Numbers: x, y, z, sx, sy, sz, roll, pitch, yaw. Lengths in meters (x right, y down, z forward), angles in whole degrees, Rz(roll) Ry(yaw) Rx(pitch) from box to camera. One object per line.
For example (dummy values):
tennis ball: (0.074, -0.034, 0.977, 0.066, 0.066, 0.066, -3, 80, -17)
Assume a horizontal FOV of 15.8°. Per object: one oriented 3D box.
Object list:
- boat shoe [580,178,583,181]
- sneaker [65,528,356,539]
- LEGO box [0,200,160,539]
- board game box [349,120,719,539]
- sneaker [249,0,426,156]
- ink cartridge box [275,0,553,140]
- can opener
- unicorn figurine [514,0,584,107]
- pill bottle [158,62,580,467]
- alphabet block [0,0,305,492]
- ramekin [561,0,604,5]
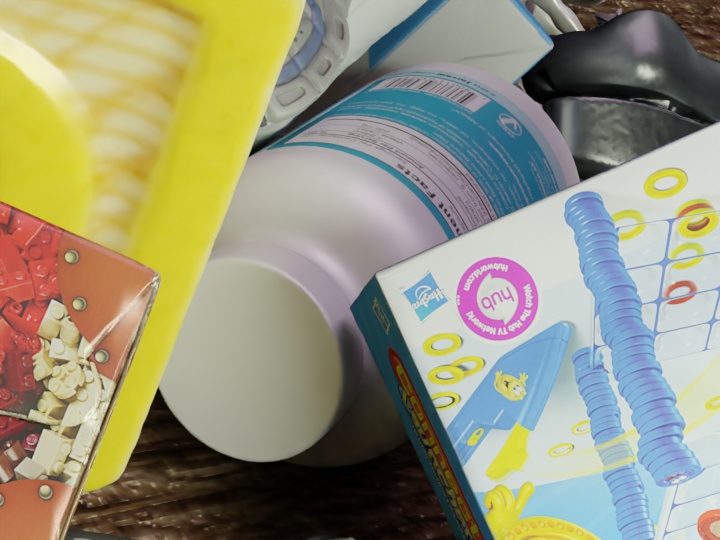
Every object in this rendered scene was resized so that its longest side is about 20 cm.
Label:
boat shoe: (0.124, -0.025, 1.124, 0.199, 0.075, 0.069, 0, 44, -43)
sneaker: (-0.030, 0.109, 0.756, 0.199, 0.075, 0.116, 30, 20, -24)
LEGO box: (-0.150, 0.029, 0.624, 0.148, 0.200, 0.078, 25, 69, -12)
board game box: (0.127, 0.056, 0.800, 0.199, 0.056, 0.197, -24, 83, -11)
sneaker: (-0.022, -0.101, 0.958, 0.075, 0.087, 0.200, 45, 49, 1)
ink cartridge box: (-0.019, -0.129, 1.097, 0.067, 0.116, 0.200, 38, 14, -48)
can opener: (0.156, -0.064, 1.102, 0.199, 0.079, 0.063, 7, -3, -29)
unicorn figurine: (0.068, -0.128, 1.173, 0.074, 0.200, 0.138, -36, 80, -18)
pill bottle: (0.000, 0.000, 0.917, 0.111, 0.111, 0.200, 35, 28, 10)
alphabet block: (-0.145, -0.078, 0.801, 0.195, 0.196, 0.200, 12, 32, -17)
ramekin: (0.072, -0.213, 1.289, 0.199, 0.106, 0.200, 25, -4, 2)
